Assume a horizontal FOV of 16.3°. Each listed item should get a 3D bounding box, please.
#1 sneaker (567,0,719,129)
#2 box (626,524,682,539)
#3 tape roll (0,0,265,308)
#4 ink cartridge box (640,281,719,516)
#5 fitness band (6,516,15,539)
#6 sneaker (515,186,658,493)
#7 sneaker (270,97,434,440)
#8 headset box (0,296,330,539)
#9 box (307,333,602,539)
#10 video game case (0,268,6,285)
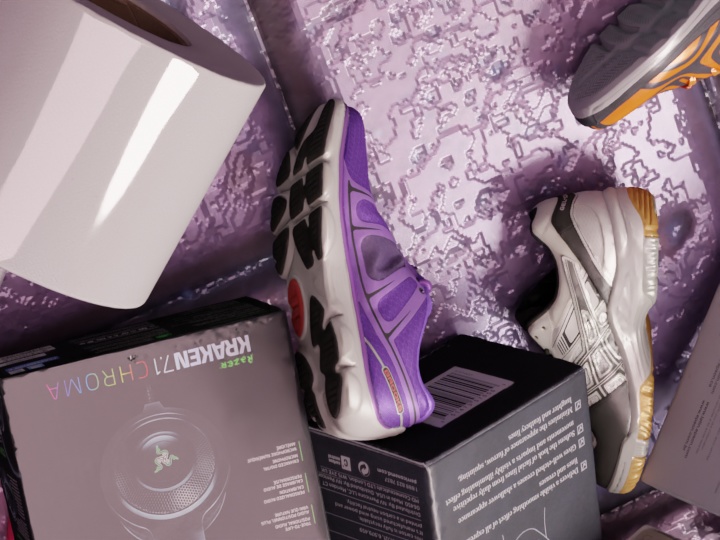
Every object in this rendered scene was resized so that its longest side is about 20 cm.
[{"bbox_3d":[0.224,-0.131,1.506,0.200,0.078,0.112,-40,114,0],"label":"sneaker"},{"bbox_3d":[0.184,0.269,1.545,0.095,0.077,0.201,-38,134,-34],"label":"box"},{"bbox_3d":[-0.169,-0.089,1.337,0.202,0.203,0.140,26,100,-23],"label":"tape roll"},{"bbox_3d":[0.283,0.070,1.509,0.043,0.199,0.198,24,88,-43],"label":"ink cartridge box"},{"bbox_3d":[-0.144,0.189,1.535,0.142,0.037,0.202,-5,109,-14],"label":"fitness band"},{"bbox_3d":[0.140,0.042,1.558,0.087,0.076,0.202,-1,110,4],"label":"sneaker"},{"bbox_3d":[0.000,0.000,1.458,0.083,0.081,0.202,-1,76,-27],"label":"sneaker"},{"bbox_3d":[-0.115,0.134,1.457,0.173,0.093,0.202,-13,98,-16],"label":"headset box"},{"bbox_3d":[0.061,0.164,1.517,0.148,0.107,0.202,-27,118,-40],"label":"box"},{"bbox_3d":[-0.307,0.025,1.434,0.181,0.024,0.201,18,103,-22],"label":"video game case"}]
